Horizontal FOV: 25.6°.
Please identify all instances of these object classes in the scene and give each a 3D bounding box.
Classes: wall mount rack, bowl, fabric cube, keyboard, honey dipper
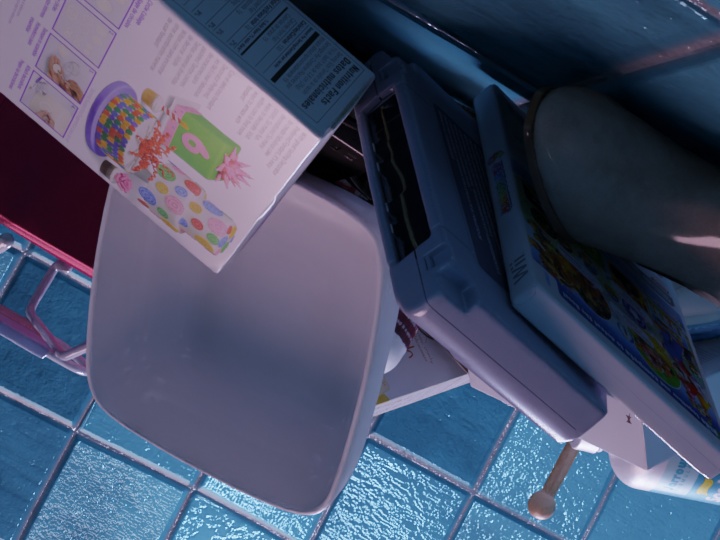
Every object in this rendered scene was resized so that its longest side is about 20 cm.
[{"bbox_3d":[-0.245,0.010,1.122,0.200,0.075,0.174,34,179,-34],"label":"wall mount rack"},{"bbox_3d":[-0.063,0.022,0.949,0.199,0.201,0.075,23,-154,24],"label":"bowl"},{"bbox_3d":[-0.154,-0.086,1.144,0.199,0.201,0.196,29,177,-7],"label":"fabric cube"},{"bbox_3d":[-0.028,-0.065,0.931,0.127,0.021,0.200,33,169,-16],"label":"keyboard"},{"bbox_3d":[0.188,0.109,1.267,0.038,0.201,0.038,28,177,1],"label":"honey dipper"}]

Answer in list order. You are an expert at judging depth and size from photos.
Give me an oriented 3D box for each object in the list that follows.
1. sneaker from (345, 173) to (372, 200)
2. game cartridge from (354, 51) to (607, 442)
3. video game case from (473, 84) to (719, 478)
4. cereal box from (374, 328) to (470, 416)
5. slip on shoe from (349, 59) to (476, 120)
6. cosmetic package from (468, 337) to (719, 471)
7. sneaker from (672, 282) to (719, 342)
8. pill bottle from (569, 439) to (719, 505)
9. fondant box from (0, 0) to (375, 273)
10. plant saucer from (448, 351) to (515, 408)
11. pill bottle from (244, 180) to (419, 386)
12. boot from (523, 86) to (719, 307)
[{"bbox_3d":[-0.020,-0.105,1.001,0.200,0.070,0.090,34,-178,-23],"label":"sneaker"},{"bbox_3d":[0.059,-0.012,0.770,0.133,0.041,0.201,36,-154,-30],"label":"game cartridge"},{"bbox_3d":[0.117,-0.001,0.795,0.143,0.018,0.200,41,-157,-23],"label":"video game case"},{"bbox_3d":[0.016,0.031,1.202,0.200,0.039,0.144,-14,-110,-53],"label":"cereal box"},{"bbox_3d":[0.067,-0.056,0.940,0.200,0.076,0.061,37,-179,-12],"label":"slip on shoe"},{"bbox_3d":[0.190,0.063,1.121,0.150,0.052,0.200,-18,-158,-27],"label":"cosmetic package"},{"bbox_3d":[0.165,0.008,1.062,0.199,0.081,0.076,3,172,26],"label":"sneaker"},{"bbox_3d":[0.263,0.120,1.207,0.199,0.112,0.111,11,177,-4],"label":"pill bottle"},{"bbox_3d":[-0.109,-0.110,0.809,0.200,0.058,0.144,41,142,-2],"label":"fondant box"},{"bbox_3d":[0.105,0.019,1.263,0.200,0.032,0.201,37,-148,-28],"label":"plant saucer"},{"bbox_3d":[0.000,0.000,1.069,0.109,0.201,0.110,29,165,9],"label":"pill bottle"},{"bbox_3d":[0.176,-0.021,0.737,0.146,0.071,0.200,18,172,35],"label":"boot"}]
